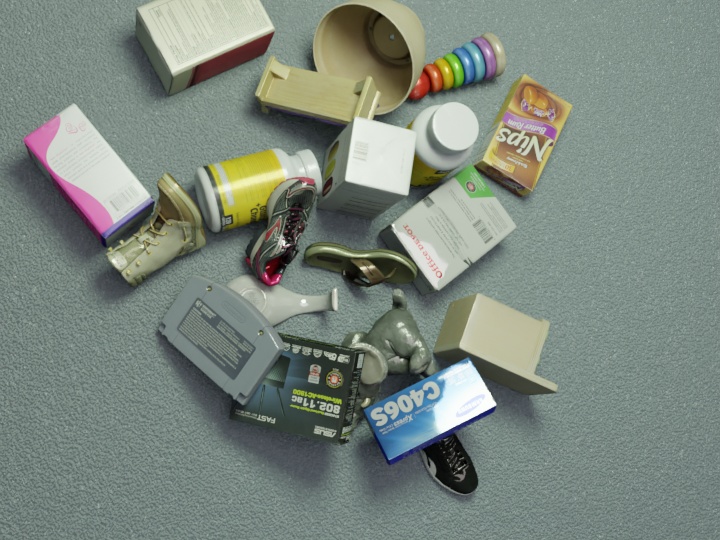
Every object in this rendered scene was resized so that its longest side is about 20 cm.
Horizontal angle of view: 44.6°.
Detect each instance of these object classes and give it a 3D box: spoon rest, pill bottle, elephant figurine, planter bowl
[{"bbox_3d":[-0.138,0.056,1.498,0.199,0.061,0.100,0,80,-2],"label":"spoon rest"},{"bbox_3d":[0.129,-0.219,1.524,0.111,0.200,0.113,2,81,-15],"label":"pill bottle"},{"bbox_3d":[0.016,0.160,1.488,0.199,0.142,0.156,-23,59,-2],"label":"elephant figurine"},{"bbox_3d":[-0.171,-0.142,1.482,0.199,0.112,0.113,-17,86,-17],"label":"pill bottle"},{"bbox_3d":[0.034,-0.396,1.552,0.200,0.200,0.135,46,47,-5],"label":"planter bowl"}]

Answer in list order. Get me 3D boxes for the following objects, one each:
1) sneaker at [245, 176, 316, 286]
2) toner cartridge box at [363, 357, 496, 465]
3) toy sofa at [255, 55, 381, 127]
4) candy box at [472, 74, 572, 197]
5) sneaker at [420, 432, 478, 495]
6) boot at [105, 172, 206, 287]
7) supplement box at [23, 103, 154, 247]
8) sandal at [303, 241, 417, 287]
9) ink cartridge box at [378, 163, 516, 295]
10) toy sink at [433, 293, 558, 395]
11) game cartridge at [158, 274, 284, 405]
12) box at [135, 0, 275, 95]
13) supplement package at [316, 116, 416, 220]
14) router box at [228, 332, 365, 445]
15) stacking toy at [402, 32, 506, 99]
[{"bbox_3d":[-0.119,-0.065,1.445,0.080,0.201,0.075,6,34,-34],"label":"sneaker"},{"bbox_3d":[0.114,0.231,1.444,0.199,0.043,0.095,-26,67,-9],"label":"toner cartridge box"},{"bbox_3d":[-0.071,-0.293,1.506,0.199,0.098,0.083,16,77,15],"label":"toy sofa"},{"bbox_3d":[0.308,-0.255,1.665,0.116,0.056,0.201,30,76,-10],"label":"candy box"},{"bbox_3d":[0.145,0.306,1.502,0.073,0.112,0.200,-37,92,-17],"label":"sneaker"},{"bbox_3d":[-0.329,-0.057,1.385,0.154,0.200,0.072,-34,69,-16],"label":"boot"},{"bbox_3d":[-0.435,-0.150,1.415,0.101,0.103,0.200,-40,94,-17],"label":"supplement box"},{"bbox_3d":[-0.001,0.000,1.524,0.200,0.080,0.058,8,56,-5],"label":"sandal"},{"bbox_3d":[0.155,-0.072,1.577,0.200,0.084,0.146,-36,92,-18],"label":"ink cartridge box"},{"bbox_3d":[0.253,0.129,1.551,0.199,0.130,0.112,25,75,-10],"label":"toy sink"},{"bbox_3d":[-0.220,0.103,1.411,0.200,0.042,0.133,38,94,18],"label":"game cartridge"},{"bbox_3d":[-0.266,-0.407,1.498,0.199,0.109,0.128,-28,90,-17],"label":"box"},{"bbox_3d":[0.006,-0.167,1.489,0.109,0.200,0.114,12,78,-14],"label":"supplement package"},{"bbox_3d":[-0.103,0.185,1.420,0.199,0.062,0.151,10,90,16],"label":"router box"},{"bbox_3d":[0.167,-0.373,1.634,0.199,0.085,0.086,-22,88,-13],"label":"stacking toy"}]
